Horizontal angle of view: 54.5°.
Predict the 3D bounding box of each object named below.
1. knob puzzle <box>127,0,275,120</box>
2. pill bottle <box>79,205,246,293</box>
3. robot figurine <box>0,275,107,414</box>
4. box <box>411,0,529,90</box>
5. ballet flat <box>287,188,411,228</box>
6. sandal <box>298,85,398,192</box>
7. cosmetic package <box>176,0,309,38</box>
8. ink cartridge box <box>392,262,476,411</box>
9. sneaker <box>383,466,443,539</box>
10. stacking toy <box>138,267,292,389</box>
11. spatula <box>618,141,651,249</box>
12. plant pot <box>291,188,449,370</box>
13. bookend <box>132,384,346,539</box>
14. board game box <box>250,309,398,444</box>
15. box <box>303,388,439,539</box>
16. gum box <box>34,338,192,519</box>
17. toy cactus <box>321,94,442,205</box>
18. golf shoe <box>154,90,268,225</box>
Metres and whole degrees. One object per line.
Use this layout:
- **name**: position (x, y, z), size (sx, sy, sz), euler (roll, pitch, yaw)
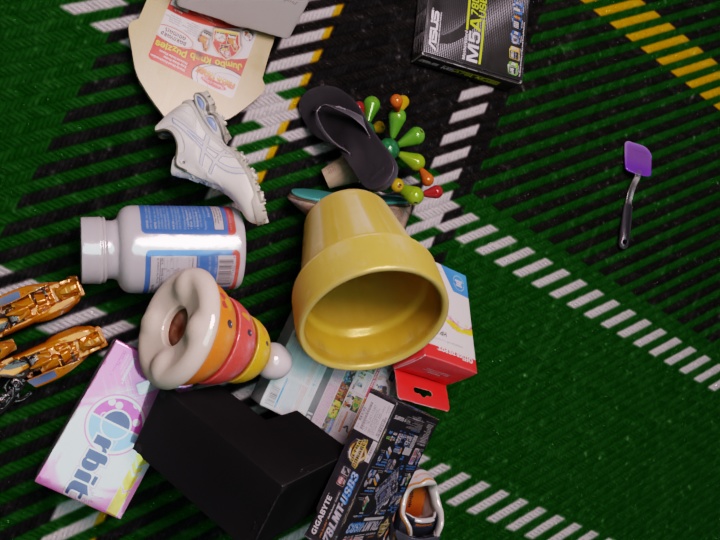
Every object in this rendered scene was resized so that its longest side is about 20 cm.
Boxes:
- **knob puzzle**: position (-0.227, -0.289, 0.971), size (0.217, 0.030, 0.223), euler (1, 87, -24)
- **pill bottle**: position (-0.255, -0.028, 0.903), size (0.198, 0.112, 0.114), euler (0, 87, -23)
- **robot figurine**: position (-0.424, 0.089, 0.853), size (0.198, 0.058, 0.146), euler (-26, 96, -23)
- **box**: position (0.184, -0.417, 1.145), size (0.191, 0.047, 0.203), euler (10, 83, -25)
- **ballet flat**: position (-0.015, -0.079, 1.036), size (0.197, 0.068, 0.068), euler (2, 111, -21)
- **sandal**: position (-0.019, -0.197, 0.991), size (0.076, 0.043, 0.200), euler (-47, 66, 12)
- **cosmetic package**: position (-0.133, -0.445, 0.909), size (0.163, 0.200, 0.167), euler (10, 68, -24)
- **ink cartridge box**: position (0.105, 0.092, 1.021), size (0.115, 0.067, 0.202), euler (21, 54, -37)
- **sneaker**: position (0.076, 0.396, 1.042), size (0.077, 0.079, 0.203), euler (3, 88, -24)
- **stacking toy**: position (-0.163, 0.092, 0.880), size (0.199, 0.145, 0.148), euler (26, 76, -45)
- **spatula**: position (0.495, -0.136, 1.276), size (0.056, 0.021, 0.203), euler (13, 85, -9)
- **plant pot**: position (0.000, 0.000, 0.941), size (0.198, 0.202, 0.190), euler (7, 43, -22)
- **bookend**: position (-0.140, 0.226, 0.886), size (0.199, 0.198, 0.093), euler (32, 101, 21)
- **board game box**: position (-0.037, 0.162, 1.013), size (0.199, 0.064, 0.149), euler (30, 77, -18)
- **box**: position (0.023, 0.273, 0.947), size (0.200, 0.049, 0.200), euler (-63, 153, -5)
- **gum box**: position (-0.308, 0.193, 0.893), size (0.113, 0.066, 0.202), euler (31, 76, -18)
- **toy cactus**: position (0.022, -0.169, 1.030), size (0.163, 0.102, 0.202), euler (-24, 77, 0)
- **golf shoe**: position (-0.194, -0.131, 0.912), size (0.097, 0.078, 0.201), euler (-30, 75, -11)
